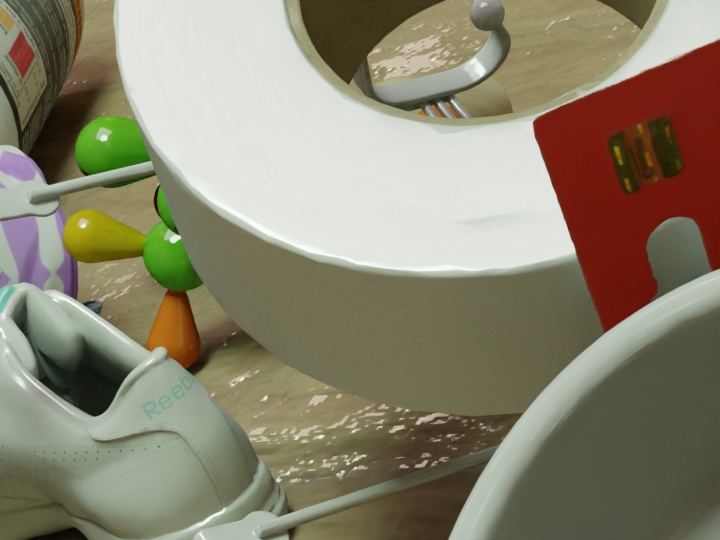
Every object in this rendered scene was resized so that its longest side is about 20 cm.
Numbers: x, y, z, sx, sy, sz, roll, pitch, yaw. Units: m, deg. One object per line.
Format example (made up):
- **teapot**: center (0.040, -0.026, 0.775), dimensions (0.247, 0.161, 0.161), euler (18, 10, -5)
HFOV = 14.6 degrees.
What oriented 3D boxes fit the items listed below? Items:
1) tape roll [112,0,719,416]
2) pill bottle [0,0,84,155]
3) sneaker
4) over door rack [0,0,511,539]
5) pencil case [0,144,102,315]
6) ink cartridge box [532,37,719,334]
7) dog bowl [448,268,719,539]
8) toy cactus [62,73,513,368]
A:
- **tape roll**: center (0.037, -0.062, 0.771), dimensions (0.202, 0.071, 0.203), euler (-5, 55, 7)
- **pill bottle**: center (-0.191, -0.076, 1.185), dimensions (0.116, 0.117, 0.200), euler (-16, 26, 16)
- **sneaker**: center (-0.109, 0.043, 0.913), dimensions (0.200, 0.089, 0.075), euler (3, 37, 45)
- **over door rack**: center (0.000, 0.000, 0.819), dimensions (0.200, 0.067, 0.148), euler (-22, 59, -25)
- **pencil case**: center (-0.197, 0.008, 0.983), dimensions (0.200, 0.086, 0.084), euler (-8, 52, -33)
- **ink cartridge box**: center (0.159, -0.006, 0.683), dimensions (0.200, 0.160, 0.047), euler (-21, 40, 2)
- **dog bowl**: center (0.097, 0.084, 0.575), dimensions (0.200, 0.059, 0.200), euler (-18, 57, 30)
- **toy cactus**: center (-0.003, -0.030, 0.992), dimensions (0.200, 0.102, 0.165), euler (-2, 14, 43)
